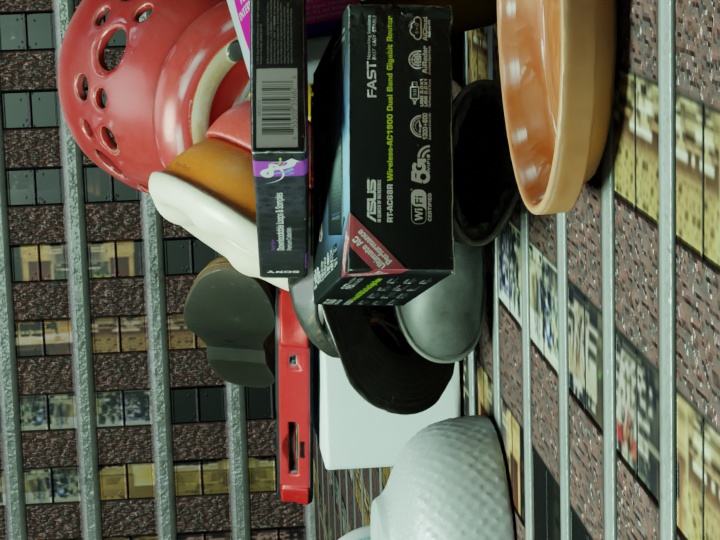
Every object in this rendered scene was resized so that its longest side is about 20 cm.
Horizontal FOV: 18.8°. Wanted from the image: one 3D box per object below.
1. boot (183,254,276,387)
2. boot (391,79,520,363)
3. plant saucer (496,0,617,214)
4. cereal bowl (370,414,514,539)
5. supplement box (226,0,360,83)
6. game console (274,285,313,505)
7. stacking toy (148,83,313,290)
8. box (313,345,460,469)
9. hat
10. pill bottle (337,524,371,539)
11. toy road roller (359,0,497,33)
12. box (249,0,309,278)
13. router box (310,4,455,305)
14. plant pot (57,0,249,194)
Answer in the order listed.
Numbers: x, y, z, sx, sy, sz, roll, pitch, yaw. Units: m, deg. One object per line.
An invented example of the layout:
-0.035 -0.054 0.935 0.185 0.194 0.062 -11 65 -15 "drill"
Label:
-0.096 0.022 1.730 0.200 0.073 0.076 87 -167 -66 "boot"
0.065 -0.025 1.360 0.200 0.072 0.183 -167 72 -78 "boot"
0.096 -0.128 1.065 0.200 0.032 0.201 178 90 -85 "plant saucer"
0.052 0.200 1.470 0.200 0.083 0.201 177 90 -84 "cereal bowl"
-0.041 -0.235 1.446 0.101 0.103 0.201 139 117 -66 "supplement box"
-0.051 0.064 1.710 0.177 0.031 0.201 -90 1 -57 "game console"
-0.047 -0.097 1.574 0.200 0.146 0.146 -57 1 -7 "stacking toy"
0.014 0.053 1.698 0.200 0.106 0.153 -113 21 -76 "box"
0.000 0.000 1.499 0.200 0.081 0.202 9 -101 -54 "hat"
0.025 0.288 1.668 0.200 0.110 0.111 -102 11 -66 "pill bottle"
0.036 -0.190 1.265 0.200 0.122 0.147 -93 -10 -60 "toy road roller"
-0.048 -0.095 1.295 0.200 0.036 0.144 90 178 -69 "box"
0.010 -0.062 1.280 0.200 0.062 0.151 138 133 -80 "router box"
-0.112 -0.141 1.706 0.182 0.200 0.201 28 126 51 "plant pot"
